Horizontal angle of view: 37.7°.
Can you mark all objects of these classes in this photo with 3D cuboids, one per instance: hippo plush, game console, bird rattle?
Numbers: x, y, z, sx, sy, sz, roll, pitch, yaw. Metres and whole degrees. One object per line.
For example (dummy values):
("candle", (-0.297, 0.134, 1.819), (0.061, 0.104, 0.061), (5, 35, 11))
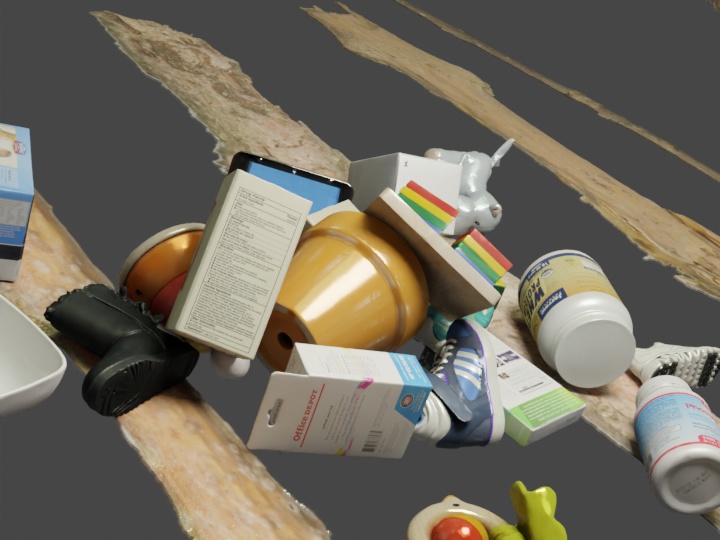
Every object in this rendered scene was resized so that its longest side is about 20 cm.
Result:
("hippo plush", (0.192, -0.129, 1.957), (0.200, 0.159, 0.161), (-7, 66, -19))
("game console", (-0.118, -0.075, 1.606), (0.200, 0.119, 0.172), (16, 26, -9))
("bird rattle", (0.122, 0.309, 1.115), (0.163, 0.113, 0.200), (21, 37, 28))

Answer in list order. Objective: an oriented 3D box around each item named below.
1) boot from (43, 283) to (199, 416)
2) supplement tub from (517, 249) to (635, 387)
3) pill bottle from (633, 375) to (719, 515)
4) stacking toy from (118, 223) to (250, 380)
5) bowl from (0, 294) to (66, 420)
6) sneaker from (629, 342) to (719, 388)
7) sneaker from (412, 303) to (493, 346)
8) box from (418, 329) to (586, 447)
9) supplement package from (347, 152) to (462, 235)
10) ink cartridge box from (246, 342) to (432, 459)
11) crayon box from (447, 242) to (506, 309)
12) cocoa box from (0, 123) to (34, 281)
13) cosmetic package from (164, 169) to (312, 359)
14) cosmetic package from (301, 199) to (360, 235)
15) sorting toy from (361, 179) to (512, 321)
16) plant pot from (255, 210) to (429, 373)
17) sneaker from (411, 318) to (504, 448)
("boot", (-0.298, 0.084, 1.224), (0.162, 0.073, 0.198), (32, 21, 17))
("supplement tub", (0.331, 0.073, 1.618), (0.144, 0.145, 0.200), (14, 27, -14))
("pill bottle", (0.432, 0.230, 1.433), (0.109, 0.109, 0.200), (18, 26, -6))
("stacking toy", (-0.200, 0.053, 1.324), (0.146, 0.146, 0.200), (-9, 54, -46))
("bowl", (-0.432, 0.099, 1.096), (0.200, 0.075, 0.200), (34, 29, 27))
("sneaker", (0.508, 0.146, 1.700), (0.200, 0.075, 0.081), (1, 24, -36))
("sneaker", (0.152, 0.060, 1.588), (0.077, 0.080, 0.200), (32, 27, 21))
("box", (0.199, 0.160, 1.484), (0.200, 0.036, 0.144), (37, 30, 32))
("supplement package", (0.065, -0.121, 1.736), (0.117, 0.118, 0.200), (9, -3, -23))
("ink cartridge box", (-0.032, 0.153, 1.235), (0.200, 0.115, 0.068), (8, 28, -24))
("crayon box", (0.121, -0.002, 1.716), (0.200, 0.051, 0.127), (11, 28, -21))
("cocoa box", (-0.499, -0.099, 1.359), (0.133, 0.131, 0.200), (8, 29, -24))
("cosmetic package", (-0.145, -0.005, 1.243), (0.103, 0.200, 0.087), (25, -10, -17))
("cosmetic package", (0.000, 0.000, 1.531), (0.105, 0.071, 0.200), (-23, 66, -46))
("sorting toy", (0.097, -0.033, 1.408), (0.199, 0.070, 0.200), (44, -14, -3))
("plant pot", (-0.044, 0.050, 1.363), (0.200, 0.200, 0.183), (32, 43, 22))
("sneaker", (0.098, 0.138, 1.364), (0.146, 0.081, 0.200), (8, 48, -21))
